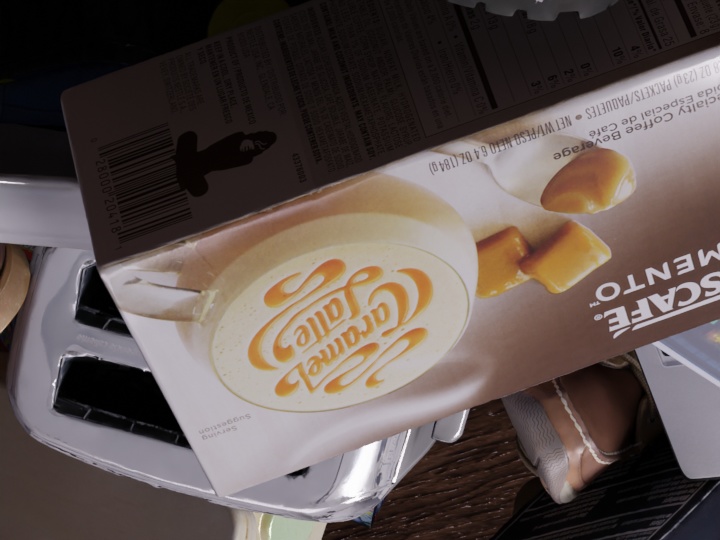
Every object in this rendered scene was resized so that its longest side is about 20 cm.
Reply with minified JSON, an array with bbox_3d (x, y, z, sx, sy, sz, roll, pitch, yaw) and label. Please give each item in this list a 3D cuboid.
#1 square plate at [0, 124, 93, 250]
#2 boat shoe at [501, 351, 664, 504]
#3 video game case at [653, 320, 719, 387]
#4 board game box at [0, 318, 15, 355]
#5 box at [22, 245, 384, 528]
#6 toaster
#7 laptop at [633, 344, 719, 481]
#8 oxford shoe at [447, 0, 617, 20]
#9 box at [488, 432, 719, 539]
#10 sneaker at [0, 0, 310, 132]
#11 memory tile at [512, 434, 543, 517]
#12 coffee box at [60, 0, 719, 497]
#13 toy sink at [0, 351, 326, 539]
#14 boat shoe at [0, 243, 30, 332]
[{"bbox_3d":[-0.116,-0.036,0.938,0.200,0.028,0.198,5,-170,-29],"label":"square plate"},{"bbox_3d":[0.106,0.049,1.208,0.072,0.076,0.200,-27,-179,12],"label":"boat shoe"},{"bbox_3d":[0.140,-0.016,0.950,0.200,0.023,0.182,32,149,-15],"label":"video game case"},{"bbox_3d":[-0.186,0.017,1.240,0.103,0.019,0.200,32,166,15],"label":"board game box"},{"bbox_3d":[-0.074,0.049,1.262,0.200,0.040,0.137,25,165,5],"label":"box"},{"bbox_3d":[-0.054,0.023,1.053,0.200,0.114,0.129,16,-169,3],"label":"toaster"},{"bbox_3d":[0.136,0.008,1.023,0.187,0.200,0.116,-9,-162,44],"label":"laptop"},{"bbox_3d":[-0.018,-0.126,0.727,0.200,0.073,0.084,5,148,-3],"label":"oxford shoe"},{"bbox_3d":[0.160,0.132,1.246,0.123,0.198,0.200,53,152,-6],"label":"box"},{"bbox_3d":[-0.059,-0.076,0.905,0.200,0.066,0.078,3,171,16],"label":"sneaker"},{"bbox_3d":[0.149,0.150,1.388,0.153,0.200,0.017,8,140,-5],"label":"memory tile"},{"bbox_3d":[0.027,-0.025,0.822,0.200,0.080,0.114,-19,138,2],"label":"coffee box"},{"bbox_3d":[-0.094,0.127,1.134,0.200,0.131,0.112,23,-173,42],"label":"toy sink"},{"bbox_3d":[-0.182,-0.025,1.050,0.070,0.070,0.200,41,174,-25],"label":"boat shoe"}]
